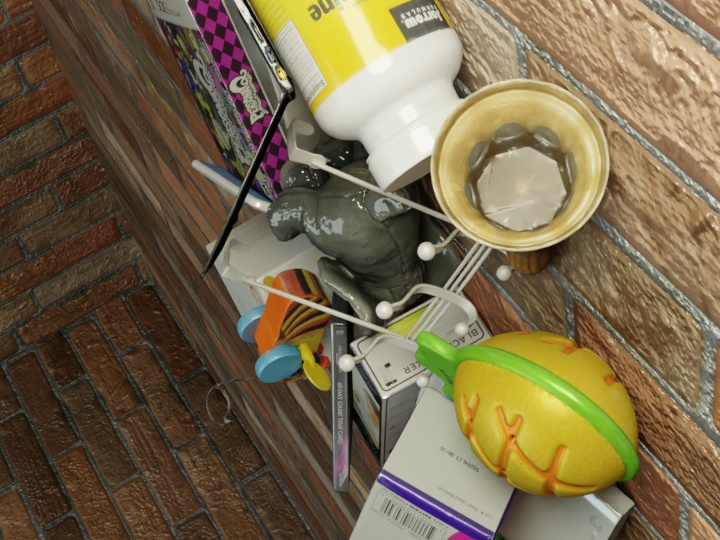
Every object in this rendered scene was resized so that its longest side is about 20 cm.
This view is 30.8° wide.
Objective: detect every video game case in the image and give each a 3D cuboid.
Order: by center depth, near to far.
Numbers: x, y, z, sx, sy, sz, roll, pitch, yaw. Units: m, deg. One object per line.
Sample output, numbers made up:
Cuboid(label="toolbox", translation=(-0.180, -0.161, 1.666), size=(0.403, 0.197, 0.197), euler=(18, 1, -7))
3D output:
Cuboid(label="video game case", translation=(-0.125, -0.167, 1.188), size=(0.202, 0.035, 0.181), euler=(66, 168, -23))
Cuboid(label="video game case", translation=(-0.017, 0.094, 1.287), size=(0.144, 0.019, 0.203), euler=(-86, -2, -57))

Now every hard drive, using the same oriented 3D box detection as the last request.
Cuboid(label="hard drive", translation=(0.125, 0.169, 1.089), size=(0.199, 0.026, 0.133), euler=(40, 142, 23))

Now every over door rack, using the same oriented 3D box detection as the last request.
Cuboid(label="over door rack", translation=(0.000, 0.000, 0.989), size=(0.198, 0.067, 0.148), euler=(29, 130, -8))

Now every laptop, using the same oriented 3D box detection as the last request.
Cuboid(label="laptop", translation=(-0.106, -0.119, 0.913), size=(0.202, 0.115, 0.187), euler=(60, 180, -6))

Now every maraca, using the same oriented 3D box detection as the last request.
Cuboid(label="maraca", translation=(0.116, 0.097, 0.937), size=(0.199, 0.107, 0.138), euler=(17, 150, 51))

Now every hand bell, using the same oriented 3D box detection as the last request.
Cuboid(label="hand bell", translation=(0.106, -0.034, 0.844), size=(0.105, 0.103, 0.200), euler=(56, 179, 18))

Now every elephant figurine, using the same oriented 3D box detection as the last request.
Cuboid(label="elephant figurine", translation=(0.019, -0.013, 1.117), size=(0.156, 0.140, 0.202), euler=(-75, -35, -50))

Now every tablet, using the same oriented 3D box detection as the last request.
Cuboid(label="tablet", translation=(-0.081, -0.068, 1.273), size=(0.200, 0.129, 0.014), euler=(34, 106, 61))

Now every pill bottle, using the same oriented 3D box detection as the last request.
Cuboid(label="pill bottle", translation=(0.000, -0.160, 0.877), size=(0.202, 0.111, 0.112), euler=(60, 167, 4))

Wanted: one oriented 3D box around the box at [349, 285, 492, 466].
Cuboid(label="box", translation=(0.053, 0.102, 1.213), size=(0.061, 0.116, 0.201), euler=(58, 168, 21))

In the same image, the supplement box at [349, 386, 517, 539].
Cuboid(label="supplement box", translation=(0.054, 0.207, 1.073), size=(0.100, 0.104, 0.201), euler=(28, 138, 7))

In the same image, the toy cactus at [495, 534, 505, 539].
Cuboid(label="toy cactus", translation=(0.144, 0.217, 1.179), size=(0.164, 0.101, 0.203), euler=(5, 116, 62))

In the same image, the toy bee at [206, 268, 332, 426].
Cuboid(label="toy bee", translation=(-0.071, 0.067, 1.299), size=(0.199, 0.107, 0.133), euler=(-31, 69, 51))

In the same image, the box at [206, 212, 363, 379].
Cuboid(label="box", translation=(-0.079, 0.019, 1.440), size=(0.126, 0.097, 0.200), euler=(64, 166, -21))

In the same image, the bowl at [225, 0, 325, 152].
Cuboid(label="bowl", translation=(-0.086, -0.208, 1.192), size=(0.200, 0.074, 0.201), euler=(51, 163, 38))
